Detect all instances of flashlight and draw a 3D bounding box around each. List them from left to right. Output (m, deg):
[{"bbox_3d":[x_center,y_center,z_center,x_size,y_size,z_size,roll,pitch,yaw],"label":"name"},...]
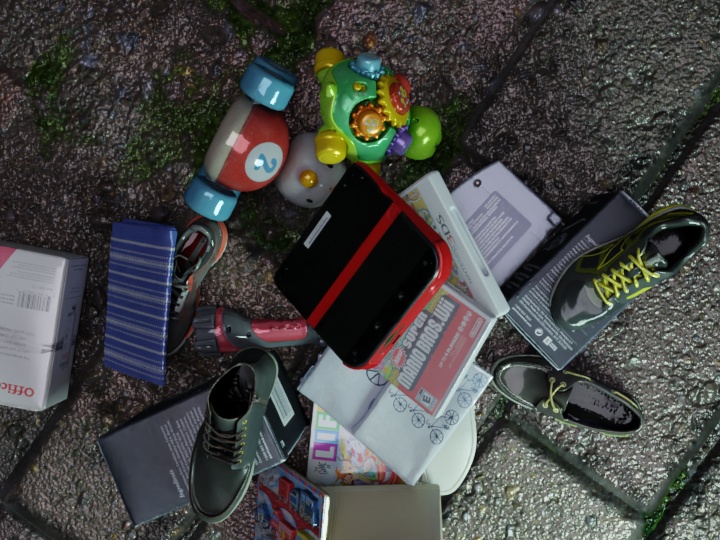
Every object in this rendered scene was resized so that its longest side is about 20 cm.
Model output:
[{"bbox_3d":[-0.115,0.071,1.169,0.198,0.068,0.069,-5,91,6],"label":"flashlight"}]

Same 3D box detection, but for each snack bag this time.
[{"bbox_3d":[0.037,0.138,1.113,0.200,0.021,0.189,39,111,13],"label":"snack bag"}]

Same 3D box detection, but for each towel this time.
[{"bbox_3d":[-0.284,0.037,1.163,0.144,0.024,0.202,9,95,45],"label":"towel"}]

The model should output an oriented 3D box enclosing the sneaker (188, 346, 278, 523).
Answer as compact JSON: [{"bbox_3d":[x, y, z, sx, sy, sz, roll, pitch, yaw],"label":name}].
[{"bbox_3d":[-0.149,0.181,0.958,0.074,0.106,0.202,16,93,5],"label":"sneaker"}]

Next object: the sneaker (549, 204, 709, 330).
[{"bbox_3d":[0.291,-0.007,0.979,0.200,0.085,0.075,-39,89,4],"label":"sneaker"}]

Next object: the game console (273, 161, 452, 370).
[{"bbox_3d":[0.000,0.000,1.068,0.177,0.031,0.201,47,116,22],"label":"game console"}]

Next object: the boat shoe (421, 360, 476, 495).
[{"bbox_3d":[0.108,0.185,1.158,0.074,0.062,0.202,-1,98,-6],"label":"boat shoe"}]

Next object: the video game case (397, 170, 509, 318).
[{"bbox_3d":[0.073,0.000,1.099,0.023,0.200,0.183,-24,85,-36],"label":"video game case"}]

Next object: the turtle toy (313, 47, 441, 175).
[{"bbox_3d":[0.023,-0.189,1.098,0.100,0.199,0.147,-13,70,32],"label":"turtle toy"}]

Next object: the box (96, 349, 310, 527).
[{"bbox_3d":[-0.186,0.200,1.114,0.199,0.197,0.118,-25,90,5],"label":"box"}]

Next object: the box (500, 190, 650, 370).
[{"bbox_3d":[0.268,0.009,1.096,0.200,0.148,0.104,-44,89,5],"label":"box"}]

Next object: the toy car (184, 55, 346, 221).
[{"bbox_3d":[-0.085,-0.133,1.116,0.199,0.177,0.185,27,105,-10],"label":"toy car"}]

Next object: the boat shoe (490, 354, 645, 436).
[{"bbox_3d":[0.265,0.158,1.146,0.199,0.061,0.072,17,94,3],"label":"boat shoe"}]

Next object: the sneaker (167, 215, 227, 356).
[{"bbox_3d":[-0.241,0.019,1.167,0.076,0.082,0.202,22,94,3],"label":"sneaker"}]

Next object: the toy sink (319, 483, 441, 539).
[{"bbox_3d":[0.005,0.355,1.124,0.198,0.112,0.131,-2,121,6],"label":"toy sink"}]

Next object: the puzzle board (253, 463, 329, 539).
[{"bbox_3d":[-0.095,0.325,1.123,0.017,0.200,0.152,4,93,-28],"label":"puzzle board"}]

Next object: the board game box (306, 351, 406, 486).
[{"bbox_3d":[0.002,0.215,1.182,0.133,0.034,0.202,5,93,4],"label":"board game box"}]

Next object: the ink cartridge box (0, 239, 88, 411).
[{"bbox_3d":[-0.455,0.068,1.185,0.145,0.083,0.202,10,93,3],"label":"ink cartridge box"}]

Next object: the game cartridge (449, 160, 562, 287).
[{"bbox_3d":[0.145,-0.037,1.160,0.133,0.041,0.200,43,95,-2],"label":"game cartridge"}]

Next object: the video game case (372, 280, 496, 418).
[{"bbox_3d":[0.048,0.059,1.069,0.199,0.017,0.144,36,112,23],"label":"video game case"}]
